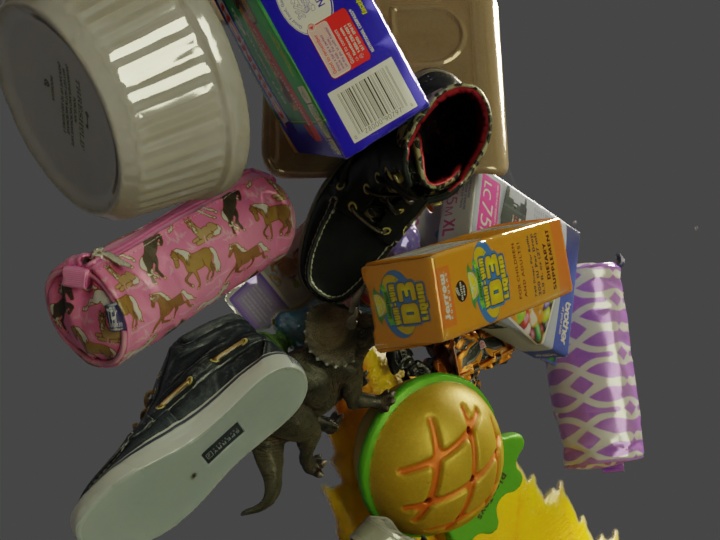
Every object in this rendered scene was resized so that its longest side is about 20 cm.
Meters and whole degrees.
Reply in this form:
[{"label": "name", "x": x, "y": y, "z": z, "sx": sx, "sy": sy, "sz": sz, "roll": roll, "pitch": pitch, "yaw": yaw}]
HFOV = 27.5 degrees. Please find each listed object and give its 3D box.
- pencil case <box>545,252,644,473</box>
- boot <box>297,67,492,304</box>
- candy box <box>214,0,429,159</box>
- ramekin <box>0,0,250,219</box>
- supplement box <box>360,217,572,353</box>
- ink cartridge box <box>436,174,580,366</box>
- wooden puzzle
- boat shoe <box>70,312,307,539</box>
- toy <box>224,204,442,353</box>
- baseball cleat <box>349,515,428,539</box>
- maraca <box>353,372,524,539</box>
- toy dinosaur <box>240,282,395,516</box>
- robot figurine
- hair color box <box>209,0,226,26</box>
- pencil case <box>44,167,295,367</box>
[{"label": "pencil case", "x": 0.216, "y": 0.088, "z": 1.381, "sx": 0.085, "sy": 0.083, "sz": 0.201, "roll": 38, "pitch": 47, "yaw": -77}, {"label": "boot", "x": 0.022, "y": -0.059, "z": 1.084, "sx": 0.073, "sy": 0.154, "sz": 0.204, "roll": 32, "pitch": 94, "yaw": -10}, {"label": "candy box", "x": -0.041, "y": -0.172, "z": 1.054, "sx": 0.077, "sy": 0.200, "sz": 0.170, "roll": -30, "pitch": 101, "yaw": -6}, {"label": "ramekin", "x": -0.173, "y": -0.128, "z": 1.019, "sx": 0.094, "sy": 0.202, "sz": 0.203, "roll": -30, "pitch": 99, "yaw": -30}, {"label": "supplement box", "x": 0.084, "y": 0.008, "z": 1.113, "sx": 0.200, "sy": 0.069, "sz": 0.067, "roll": -17, "pitch": 98, "yaw": -52}, {"label": "ink cartridge box", "x": 0.135, "y": 0.000, "z": 1.265, "sx": 0.200, "sy": 0.042, "sz": 0.120, "roll": 29, "pitch": 63, "yaw": -48}, {"label": "wooden puzzle", "x": 0.019, "y": -0.152, "z": 1.222, "sx": 0.199, "sy": 0.046, "sz": 0.186, "roll": 1, "pitch": 61, "yaw": -3}, {"label": "boat shoe", "x": -0.137, "y": 0.117, "z": 1.073, "sx": 0.200, "sy": 0.091, "sz": 0.071, "roll": -37, "pitch": 134, "yaw": -14}, {"label": "toy", "x": 0.000, "y": 0.000, "z": 1.189, "sx": 0.200, "sy": 0.047, "sz": 0.115, "roll": -43, "pitch": 103, "yaw": -17}, {"label": "baseball cleat", "x": -0.023, "y": 0.241, "z": 1.121, "sx": 0.199, "sy": 0.070, "sz": 0.107, "roll": -9, "pitch": 121, "yaw": -50}, {"label": "maraca", "x": 0.069, "y": 0.160, "z": 1.214, "sx": 0.200, "sy": 0.107, "sz": 0.138, "roll": 37, "pitch": 84, "yaw": -43}, {"label": "toy dinosaur", "x": -0.042, "y": 0.096, "z": 1.134, "sx": 0.200, "sy": 0.077, "sz": 0.102, "roll": -45, "pitch": 124, "yaw": 8}, {"label": "robot figurine", "x": 0.069, "y": 0.014, "z": 1.279, "sx": 0.145, "sy": 0.058, "sz": 0.201, "roll": -24, "pitch": 95, "yaw": -37}, {"label": "hair color box", "x": -0.170, "y": -0.282, "z": 1.142, "sx": 0.099, "sy": 0.060, "sz": 0.201, "roll": -5, "pitch": 83, "yaw": -42}, {"label": "pencil case", "x": -0.136, "y": -0.007, "z": 1.089, "sx": 0.200, "sy": 0.086, "sz": 0.083, "roll": -34, "pitch": 87, "yaw": -42}]
